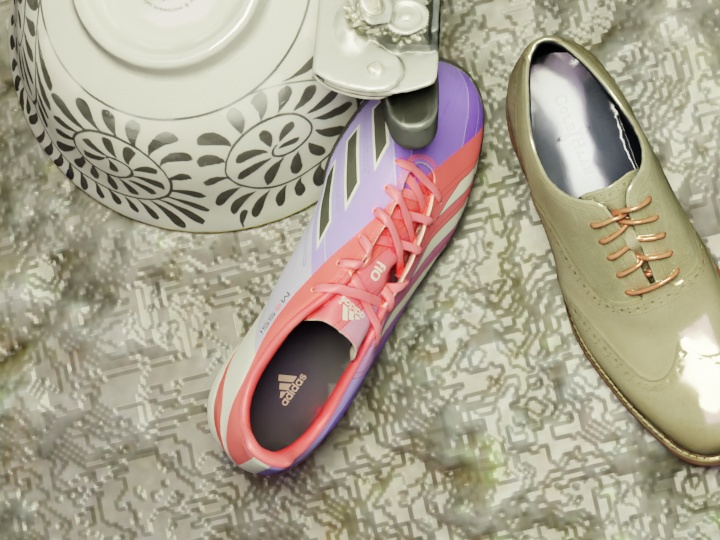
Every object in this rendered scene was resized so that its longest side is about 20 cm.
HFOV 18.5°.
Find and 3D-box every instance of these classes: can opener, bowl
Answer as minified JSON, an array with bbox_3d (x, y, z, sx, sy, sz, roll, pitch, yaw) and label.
[{"bbox_3d":[0.011,-0.148,0.958,0.052,0.067,0.201,2,61,3],"label":"can opener"},{"bbox_3d":[-0.075,-0.123,0.986,0.199,0.094,0.202,-1,82,8],"label":"bowl"}]

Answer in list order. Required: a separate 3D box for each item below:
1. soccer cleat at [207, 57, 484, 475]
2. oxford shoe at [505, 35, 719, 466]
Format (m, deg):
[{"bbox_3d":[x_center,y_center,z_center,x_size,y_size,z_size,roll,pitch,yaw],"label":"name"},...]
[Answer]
[{"bbox_3d":[0.000,0.000,0.958,0.068,0.073,0.201,31,89,-12],"label":"soccer cleat"},{"bbox_3d":[0.112,-0.009,0.948,0.070,0.074,0.201,-29,78,4],"label":"oxford shoe"}]
